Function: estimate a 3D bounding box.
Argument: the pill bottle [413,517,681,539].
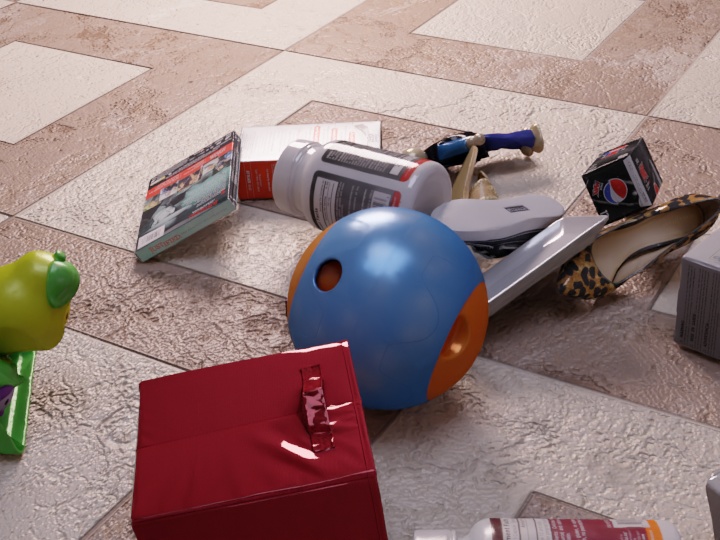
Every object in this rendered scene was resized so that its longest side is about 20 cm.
[{"bbox_3d":[0.140,0.247,0.852,0.200,0.114,0.114,-1,32,4],"label":"pill bottle"}]

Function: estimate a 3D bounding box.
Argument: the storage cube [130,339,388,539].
[{"bbox_3d":[-0.075,0.184,0.897,0.179,0.200,0.171,-11,33,-2],"label":"storage cube"}]

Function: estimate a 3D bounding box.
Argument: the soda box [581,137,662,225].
[{"bbox_3d":[0.324,-0.112,1.377,0.063,0.071,0.200,-24,4,22],"label":"soda box"}]

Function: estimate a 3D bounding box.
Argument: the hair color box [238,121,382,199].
[{"bbox_3d":[-0.069,-0.153,1.554,0.200,0.064,0.111,-3,32,3],"label":"hair color box"}]

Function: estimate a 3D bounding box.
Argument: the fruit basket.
[{"bbox_3d":[-0.359,0.069,1.134,0.215,0.156,0.216,-14,34,10],"label":"fruit basket"}]

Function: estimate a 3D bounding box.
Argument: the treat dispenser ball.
[{"bbox_3d":[0.027,0.037,1.112,0.200,0.201,0.201,-2,32,1],"label":"treat dispenser ball"}]

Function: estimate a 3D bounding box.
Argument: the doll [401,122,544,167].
[{"bbox_3d":[0.149,-0.168,1.547,0.200,0.049,0.136,-11,0,-12],"label":"doll"}]

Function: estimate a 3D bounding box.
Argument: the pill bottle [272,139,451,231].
[{"bbox_3d":[0.000,-0.095,1.356,0.200,0.116,0.116,18,38,29],"label":"pill bottle"}]

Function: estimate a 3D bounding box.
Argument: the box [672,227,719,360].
[{"bbox_3d":[0.436,0.007,1.207,0.101,0.113,0.200,23,40,37],"label":"box"}]

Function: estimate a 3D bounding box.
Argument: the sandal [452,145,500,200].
[{"bbox_3d":[0.147,-0.073,1.421,0.070,0.078,0.212,25,41,-3],"label":"sandal"}]

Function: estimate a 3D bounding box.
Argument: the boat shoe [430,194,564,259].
[{"bbox_3d":[0.158,-0.045,1.332,0.200,0.068,0.072,-11,39,-40],"label":"boat shoe"}]

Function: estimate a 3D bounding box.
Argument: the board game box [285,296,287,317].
[{"bbox_3d":[0.000,0.000,1.339,0.120,0.032,0.200,11,34,14],"label":"board game box"}]

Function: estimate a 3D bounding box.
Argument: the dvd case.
[{"bbox_3d":[-0.223,-0.101,1.465,0.146,0.022,0.200,-28,28,12],"label":"dvd case"}]

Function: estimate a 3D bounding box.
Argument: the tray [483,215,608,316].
[{"bbox_3d":[0.183,-0.001,1.259,0.200,0.022,0.107,-34,11,-14],"label":"tray"}]

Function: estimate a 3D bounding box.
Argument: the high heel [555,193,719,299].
[{"bbox_3d":[0.313,-0.032,1.259,0.200,0.072,0.143,-26,-5,-39],"label":"high heel"}]

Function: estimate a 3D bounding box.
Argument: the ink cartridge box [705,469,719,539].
[{"bbox_3d":[0.392,0.208,0.875,0.144,0.085,0.200,-26,29,-15],"label":"ink cartridge box"}]
